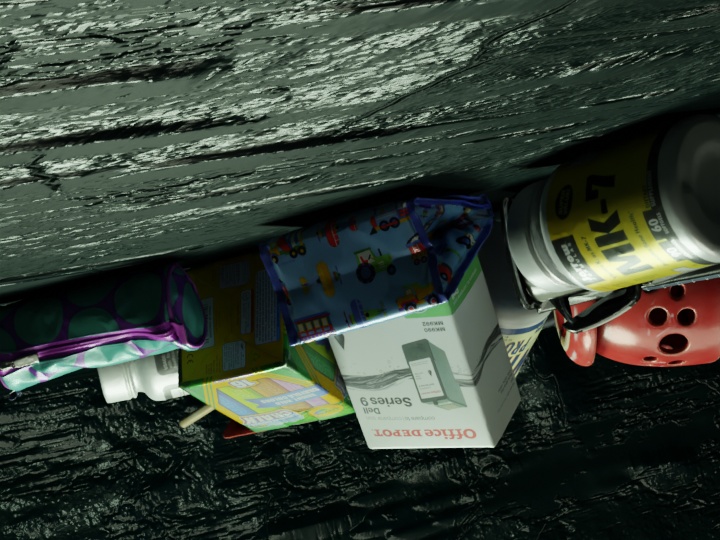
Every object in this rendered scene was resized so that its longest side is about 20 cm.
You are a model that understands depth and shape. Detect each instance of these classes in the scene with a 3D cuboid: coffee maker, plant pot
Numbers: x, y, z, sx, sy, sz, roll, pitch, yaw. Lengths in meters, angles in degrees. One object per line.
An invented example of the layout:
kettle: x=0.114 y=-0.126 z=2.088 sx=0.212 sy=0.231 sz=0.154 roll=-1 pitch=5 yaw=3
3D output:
coffee maker: x=0.250 y=-0.045 z=1.536 sx=0.198 sy=0.136 sz=0.192 roll=-13 pitch=-161 yaw=23
plant pot: x=0.317 y=0.015 z=1.912 sx=0.180 sy=0.203 sz=0.200 roll=-6 pitch=176 yaw=0

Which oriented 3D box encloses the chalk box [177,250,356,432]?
chalk box: x=-0.078 y=0.078 z=1.617 sx=0.122 sy=0.126 sz=0.200 roll=-13 pitch=154 yaw=23

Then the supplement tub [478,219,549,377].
supplement tub: x=0.104 y=0.061 z=1.691 sx=0.144 sy=0.146 sz=0.201 roll=-9 pitch=139 yaw=-32

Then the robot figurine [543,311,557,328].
robot figurine: x=0.201 y=0.021 z=2.086 sx=0.124 sy=0.152 sz=0.200 roll=-24 pitch=179 yaw=-17

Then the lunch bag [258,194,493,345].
lunch bag: x=0.026 y=-0.018 z=1.436 sx=0.149 sy=0.095 sz=0.200 roll=-16 pitch=-174 yaw=23

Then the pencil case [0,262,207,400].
pencil case: x=-0.243 y=0.053 z=1.497 sx=0.198 sy=0.086 sz=0.093 roll=-14 pitch=-155 yaw=12

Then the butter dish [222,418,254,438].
butter dish: x=-0.121 y=0.081 z=1.927 sx=0.201 sy=0.147 sz=0.199 roll=-55 pitch=-167 yaw=-21

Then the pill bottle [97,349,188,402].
pill bottle: x=-0.187 y=0.077 z=1.786 sx=0.197 sy=0.115 sz=0.113 roll=-12 pitch=176 yaw=-5

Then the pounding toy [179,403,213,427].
pounding toy: x=-0.180 y=0.153 z=2.618 sx=0.198 sy=0.144 sz=0.184 roll=-10 pitch=175 yaw=-30

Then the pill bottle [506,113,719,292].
pill bottle: x=0.216 y=-0.046 z=1.323 sx=0.113 sy=0.116 sz=0.199 roll=-9 pitch=174 yaw=-37

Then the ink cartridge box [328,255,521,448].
ink cartridge box: x=0.054 y=0.068 z=1.571 sx=0.144 sy=0.202 sz=0.084 roll=-4 pitch=-150 yaw=30
